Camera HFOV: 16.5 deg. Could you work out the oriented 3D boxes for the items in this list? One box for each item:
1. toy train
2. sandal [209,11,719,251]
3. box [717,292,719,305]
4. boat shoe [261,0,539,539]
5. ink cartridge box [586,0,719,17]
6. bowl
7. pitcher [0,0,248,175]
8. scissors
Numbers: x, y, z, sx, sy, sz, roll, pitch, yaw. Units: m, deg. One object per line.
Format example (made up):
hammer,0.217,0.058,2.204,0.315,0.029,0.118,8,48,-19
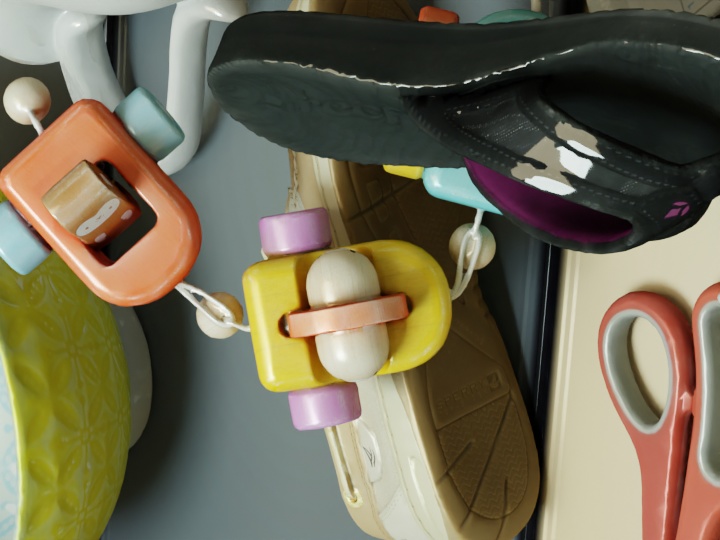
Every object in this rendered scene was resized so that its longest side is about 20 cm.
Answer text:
toy train,-0.013,-0.037,0.764,0.200,0.056,0.150,-36,92,2
sandal,0.046,-0.032,0.666,0.200,0.075,0.048,4,66,35
box,0.216,0.029,0.573,0.200,0.097,0.176,57,136,12
boat shoe,0.000,0.000,0.841,0.069,0.074,0.200,-12,90,43
ink cartridge box,0.106,-0.170,0.667,0.174,0.043,0.200,-42,55,54
bowl,-0.149,0.046,0.995,0.200,0.108,0.201,15,110,47
pitcher,-0.083,-0.124,0.891,0.172,0.121,0.200,57,150,-6
scissors,0.104,0.100,0.791,0.073,0.014,0.200,10,105,45
